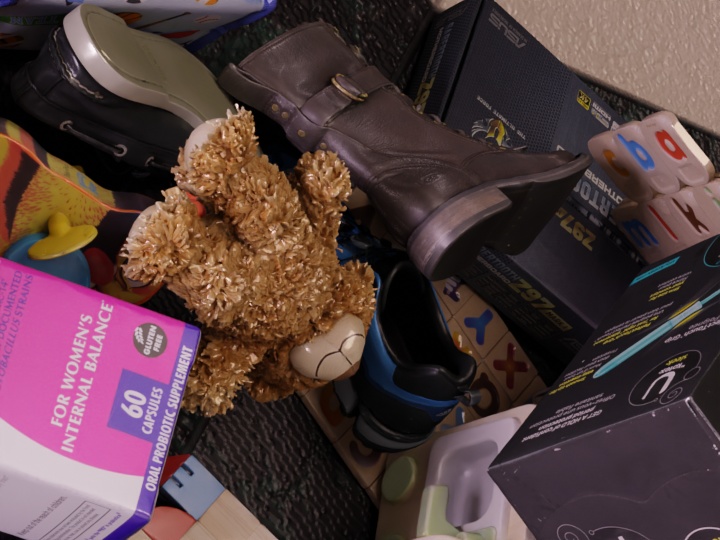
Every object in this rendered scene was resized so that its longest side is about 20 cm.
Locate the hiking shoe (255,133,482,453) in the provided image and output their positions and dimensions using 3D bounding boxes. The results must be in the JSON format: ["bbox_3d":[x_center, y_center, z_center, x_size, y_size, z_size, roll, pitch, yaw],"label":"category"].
[{"bbox_3d":[0.000,0.000,1.478,0.074,0.087,0.200,-27,81,-42],"label":"hiking shoe"}]

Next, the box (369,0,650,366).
[{"bbox_3d":[0.108,-0.050,1.635,0.200,0.051,0.158,40,50,-25],"label":"box"}]

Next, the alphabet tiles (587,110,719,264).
[{"bbox_3d":[0.217,-0.012,1.548,0.015,0.200,0.196,-43,97,-16],"label":"alphabet tiles"}]

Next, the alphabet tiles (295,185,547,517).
[{"bbox_3d":[0.029,0.054,1.558,0.200,0.008,0.167,56,47,-12],"label":"alphabet tiles"}]

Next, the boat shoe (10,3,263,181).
[{"bbox_3d":[-0.118,-0.080,1.396,0.075,0.066,0.199,60,15,18],"label":"boat shoe"}]

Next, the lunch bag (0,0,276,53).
[{"bbox_3d":[-0.153,-0.220,1.413,0.170,0.124,0.200,-2,79,-40],"label":"lunch bag"}]

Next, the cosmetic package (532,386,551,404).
[{"bbox_3d":[0.212,0.111,1.634,0.200,0.103,0.087,8,71,-44],"label":"cosmetic package"}]

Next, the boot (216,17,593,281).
[{"bbox_3d":[0.029,-0.083,1.498,0.174,0.069,0.200,44,29,16],"label":"boot"}]

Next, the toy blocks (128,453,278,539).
[{"bbox_3d":[-0.117,0.171,1.334,0.137,0.100,0.200,46,58,-4],"label":"toy blocks"}]

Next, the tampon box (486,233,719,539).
[{"bbox_3d":[0.195,0.078,1.413,0.126,0.150,0.200,53,46,-12],"label":"tampon box"}]

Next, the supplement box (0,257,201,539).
[{"bbox_3d":[-0.191,0.053,1.252,0.200,0.103,0.101,19,67,-14],"label":"supplement box"}]

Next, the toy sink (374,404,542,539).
[{"bbox_3d":[0.082,0.151,1.477,0.200,0.130,0.112,27,58,-32],"label":"toy sink"}]

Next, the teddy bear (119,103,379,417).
[{"bbox_3d":[-0.049,0.003,1.346,0.145,0.067,0.200,-51,140,-32],"label":"teddy bear"}]

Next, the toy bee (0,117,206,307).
[{"bbox_3d":[-0.140,-0.021,1.363,0.200,0.109,0.131,44,6,-41],"label":"toy bee"}]
